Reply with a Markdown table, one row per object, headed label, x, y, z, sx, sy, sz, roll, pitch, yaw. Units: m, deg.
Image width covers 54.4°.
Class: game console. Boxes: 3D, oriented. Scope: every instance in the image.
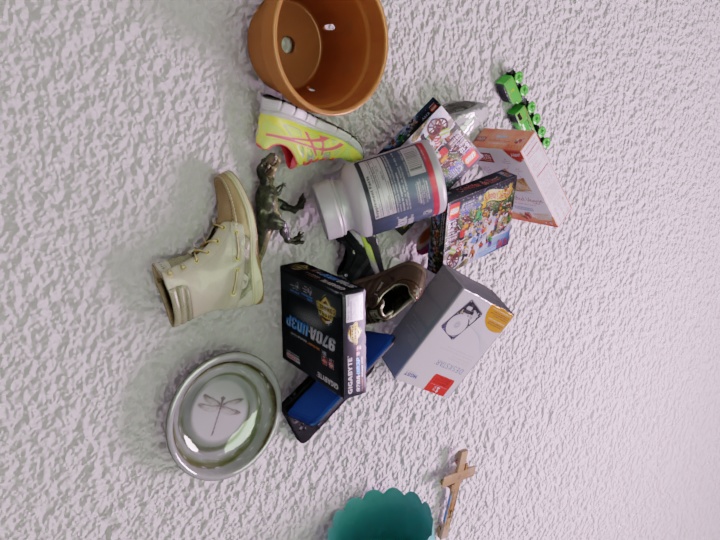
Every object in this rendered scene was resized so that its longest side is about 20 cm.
| label | x | y | z | sx | sy | sz | roll | pitch | yaw |
| --- | --- | --- | --- | --- | --- | --- | --- | --- | --- |
| game console | -0.025 | 0.203 | 1.170 | 0.200 | 0.117 | 0.173 | -43 | 141 | -22 |

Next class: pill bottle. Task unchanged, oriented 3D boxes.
| label | x | y | z | sx | sy | sz | roll | pitch | yaw |
| --- | --- | --- | --- | --- | --- | --- | --- | --- | --- |
| pill bottle | 0.028 | -0.121 | 1.111 | 0.195 | 0.120 | 0.122 | -18 | 114 | -5 |

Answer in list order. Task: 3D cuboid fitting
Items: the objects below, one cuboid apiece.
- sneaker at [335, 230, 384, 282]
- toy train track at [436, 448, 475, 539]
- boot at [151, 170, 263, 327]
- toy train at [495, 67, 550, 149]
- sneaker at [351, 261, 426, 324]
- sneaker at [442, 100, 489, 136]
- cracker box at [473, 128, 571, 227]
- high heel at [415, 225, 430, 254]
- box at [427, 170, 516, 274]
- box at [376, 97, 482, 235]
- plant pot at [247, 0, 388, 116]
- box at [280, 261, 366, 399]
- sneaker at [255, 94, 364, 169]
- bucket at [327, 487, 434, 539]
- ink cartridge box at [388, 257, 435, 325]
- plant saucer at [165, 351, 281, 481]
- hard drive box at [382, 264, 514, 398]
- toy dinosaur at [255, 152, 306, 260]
| label | x | y | z | sx | sy | sz | roll | pitch | yaw |
| --- | --- | --- | --- | --- | --- | --- | --- | --- | --- |
| sneaker | 0.000 | 0.000 | 1.216 | 0.081 | 0.072 | 0.205 | -15 | 113 | 0 |
| toy train track | 0.189 | 0.470 | 1.488 | 0.113 | 0.032 | 0.206 | -1 | 107 | -46 |
| boot | -0.227 | -0.031 | 1.013 | 0.151 | 0.072 | 0.206 | -16 | 105 | -29 |
| toy train | 0.327 | -0.311 | 1.408 | 0.056 | 0.042 | 0.202 | -42 | 123 | -11 |
| sneaker | 0.019 | 0.053 | 1.156 | 0.071 | 0.198 | 0.076 | 47 | 29 | -21 |
| sneaker | 0.157 | -0.238 | 1.276 | 0.197 | 0.078 | 0.101 | -31 | 125 | -19 |
| cracker box | 0.312 | -0.181 | 1.365 | 0.058 | 0.133 | 0.201 | -48 | 125 | -17 |
| high heel | 0.182 | -0.058 | 1.334 | 0.199 | 0.066 | 0.098 | -41 | 113 | -39 |
| box | 0.202 | -0.087 | 1.263 | 0.197 | 0.037 | 0.140 | -24 | 127 | -38 |
| box | 0.097 | -0.174 | 1.202 | 0.200 | 0.038 | 0.136 | -44 | 127 | 11 |
| plant pot | -0.076 | -0.330 | 1.017 | 0.196 | 0.139 | 0.206 | -10 | 106 | -37 |
| box | -0.061 | 0.086 | 1.087 | 0.045 | 0.198 | 0.164 | -9 | 107 | -32 |
| sneaker | -0.082 | -0.197 | 1.093 | 0.196 | 0.078 | 0.092 | 18 | 97 | -34 |
| bucket | 0.045 | 0.517 | 1.278 | 0.204 | 0.205 | 0.138 | -26 | 118 | -30 |
| ink cartridge box | 0.126 | 0.065 | 1.316 | 0.197 | 0.066 | 0.119 | 24 | 86 | -39 |
| plant saucer | -0.216 | 0.221 | 1.091 | 0.196 | 0.050 | 0.206 | -10 | 106 | -36 |
| hard drive box | 0.152 | 0.112 | 1.244 | 0.154 | 0.077 | 0.202 | 23 | 110 | -38 |
| toy dinosaur | -0.129 | -0.081 | 1.091 | 0.086 | 0.047 | 0.206 | 2 | 106 | -24 |
